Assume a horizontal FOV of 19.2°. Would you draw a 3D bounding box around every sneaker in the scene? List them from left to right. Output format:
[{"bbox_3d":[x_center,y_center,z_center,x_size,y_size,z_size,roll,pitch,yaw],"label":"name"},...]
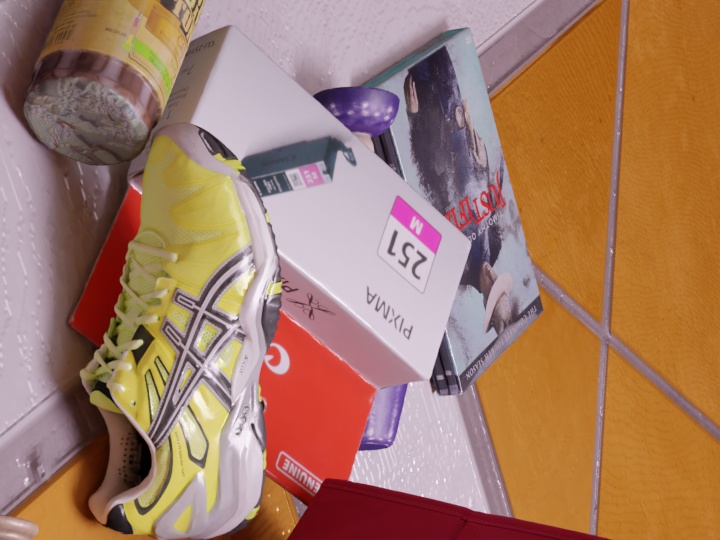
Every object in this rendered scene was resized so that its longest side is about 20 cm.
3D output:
[{"bbox_3d":[-0.086,0.032,0.987,0.076,0.075,0.200,-8,102,-36],"label":"sneaker"}]

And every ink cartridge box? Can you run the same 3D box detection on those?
[{"bbox_3d":[-0.039,0.004,1.082,0.200,0.044,0.174,41,52,-32],"label":"ink cartridge box"}]

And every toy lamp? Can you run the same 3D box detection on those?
[{"bbox_3d":[0.000,0.000,1.195,0.058,0.058,0.200,20,68,-58],"label":"toy lamp"}]

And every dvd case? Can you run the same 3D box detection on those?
[{"bbox_3d":[0.059,-0.040,1.345,0.146,0.022,0.200,-38,117,-57],"label":"dvd case"}]

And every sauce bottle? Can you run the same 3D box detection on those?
[{"bbox_3d":[-0.104,-0.144,1.032,0.065,0.065,0.200,53,41,-42],"label":"sauce bottle"}]

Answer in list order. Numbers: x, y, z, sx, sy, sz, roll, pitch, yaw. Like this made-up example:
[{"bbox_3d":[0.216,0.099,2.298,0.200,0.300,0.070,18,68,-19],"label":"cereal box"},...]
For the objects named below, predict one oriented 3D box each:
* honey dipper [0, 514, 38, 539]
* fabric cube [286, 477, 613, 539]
[{"bbox_3d":[-0.167,0.201,0.882,0.038,0.038,0.200,31,62,-55],"label":"honey dipper"},{"bbox_3d":[0.042,0.250,1.033,0.199,0.200,0.196,-56,134,-28],"label":"fabric cube"}]
